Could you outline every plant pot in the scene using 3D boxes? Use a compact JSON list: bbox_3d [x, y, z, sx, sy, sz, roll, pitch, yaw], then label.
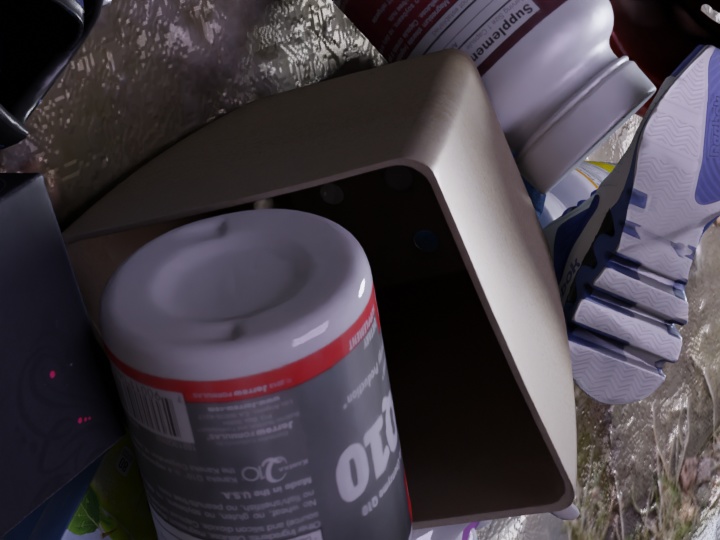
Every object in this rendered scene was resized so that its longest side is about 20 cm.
[{"bbox_3d":[0.000,0.000,0.828,0.201,0.199,0.177,64,29,-27],"label":"plant pot"},{"bbox_3d":[0.277,-0.225,1.238,0.195,0.200,0.202,-35,120,-59],"label":"plant pot"}]

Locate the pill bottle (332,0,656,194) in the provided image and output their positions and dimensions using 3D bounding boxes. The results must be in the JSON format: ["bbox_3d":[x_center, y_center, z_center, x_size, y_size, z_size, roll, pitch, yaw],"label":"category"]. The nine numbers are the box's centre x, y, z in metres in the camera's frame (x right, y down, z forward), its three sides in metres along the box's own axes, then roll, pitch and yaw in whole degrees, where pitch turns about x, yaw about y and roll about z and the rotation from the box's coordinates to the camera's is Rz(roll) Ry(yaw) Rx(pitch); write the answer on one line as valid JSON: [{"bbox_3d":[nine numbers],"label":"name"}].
[{"bbox_3d":[0.064,-0.144,0.901,0.200,0.113,0.113,48,41,5],"label":"pill bottle"}]

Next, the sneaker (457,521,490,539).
[{"bbox_3d":[0.040,0.100,0.987,0.140,0.077,0.201,45,55,-48],"label":"sneaker"}]

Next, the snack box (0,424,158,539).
[{"bbox_3d":[-0.119,0.193,0.768,0.200,0.067,0.169,56,47,-39],"label":"snack box"}]

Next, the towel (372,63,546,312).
[{"bbox_3d":[0.054,-0.039,0.968,0.049,0.111,0.201,39,61,-62],"label":"towel"}]

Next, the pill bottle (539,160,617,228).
[{"bbox_3d":[0.132,-0.018,1.076,0.200,0.109,0.110,-5,96,-61],"label":"pill bottle"}]

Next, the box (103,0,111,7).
[{"bbox_3d":[-0.195,-0.136,0.646,0.200,0.060,0.117,-35,120,-50],"label":"box"}]

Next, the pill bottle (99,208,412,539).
[{"bbox_3d":[-0.038,0.085,0.714,0.114,0.113,0.201,-47,138,-44],"label":"pill bottle"}]

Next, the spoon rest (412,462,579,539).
[{"bbox_3d":[0.024,0.177,0.829,0.200,0.061,0.099,-49,124,0],"label":"spoon rest"}]

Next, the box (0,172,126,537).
[{"bbox_3d":[-0.199,0.056,0.609,0.200,0.106,0.123,-42,125,-47],"label":"box"}]

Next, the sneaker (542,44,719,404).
[{"bbox_3d":[0.149,-0.032,0.905,0.080,0.115,0.200,26,92,-17],"label":"sneaker"}]

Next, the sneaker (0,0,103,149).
[{"bbox_3d":[-0.125,-0.129,0.626,0.070,0.078,0.201,41,60,-49],"label":"sneaker"}]
